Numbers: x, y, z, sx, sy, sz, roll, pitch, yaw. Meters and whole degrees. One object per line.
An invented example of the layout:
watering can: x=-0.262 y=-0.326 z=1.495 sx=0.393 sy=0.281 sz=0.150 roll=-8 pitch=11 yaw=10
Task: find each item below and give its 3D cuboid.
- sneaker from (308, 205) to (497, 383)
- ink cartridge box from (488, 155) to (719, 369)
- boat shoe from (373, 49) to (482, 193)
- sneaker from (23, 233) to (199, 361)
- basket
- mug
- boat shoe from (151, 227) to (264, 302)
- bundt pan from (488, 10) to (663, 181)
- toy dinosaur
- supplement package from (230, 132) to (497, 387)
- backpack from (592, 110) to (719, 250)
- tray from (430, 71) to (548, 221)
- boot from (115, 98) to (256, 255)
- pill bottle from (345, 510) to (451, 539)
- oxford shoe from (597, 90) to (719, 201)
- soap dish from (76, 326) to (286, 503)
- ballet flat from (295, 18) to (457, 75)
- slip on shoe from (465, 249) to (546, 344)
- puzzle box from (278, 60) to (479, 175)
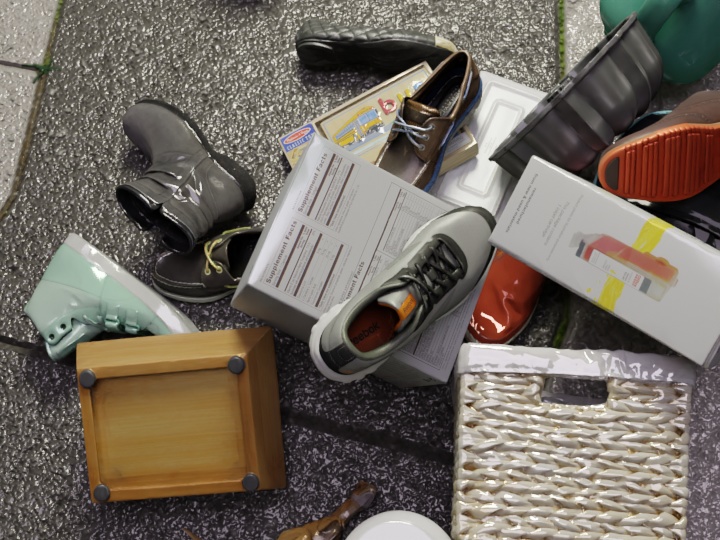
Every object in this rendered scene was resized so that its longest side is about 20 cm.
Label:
sneaker: x=0.047 y=0.018 z=0.709 sx=0.199 sy=0.079 sz=0.074 roll=-42 pitch=94 yaw=-19
ink cartridge box: x=0.228 y=-0.008 z=0.726 sx=0.198 sy=0.144 sz=0.085 roll=34 pitch=103 yaw=25
boat shoe: x=0.061 y=-0.149 z=0.908 sx=0.071 sy=0.073 sz=0.202 roll=24 pitch=73 yaw=21
sneaker: x=-0.262 y=0.063 z=0.906 sx=0.198 sy=0.074 sz=0.119 roll=33 pitch=82 yaw=14
basket: x=0.174 y=0.166 z=0.752 sx=0.193 sy=0.201 sz=0.165 roll=3 pitch=70 yaw=6
mug: x=0.325 y=-0.282 z=0.929 sx=0.115 sy=0.182 sz=0.154 roll=-50 pitch=46 yaw=29
boat shoe: x=-0.135 y=-0.013 z=0.926 sx=0.196 sy=0.061 sz=0.073 roll=-6 pitch=67 yaw=3
bundt pan: x=0.226 y=-0.159 z=0.869 sx=0.076 sy=0.202 sz=0.202 roll=44 pitch=77 yaw=-1
toy dinosaur: x=-0.068 y=0.269 z=0.820 sx=0.196 sy=0.061 sz=0.107 roll=-21 pitch=30 yaw=-1
supplement package: x=0.000 y=0.000 z=0.820 sx=0.197 sy=0.152 sz=0.153 roll=26 pitch=76 yaw=-9
backpack: x=0.324 y=-0.050 z=0.847 sx=0.198 sy=0.154 sz=0.177 roll=32 pitch=77 yaw=16
tray: x=0.147 y=-0.135 z=0.969 sx=0.106 sy=0.022 sz=0.203 roll=22 pitch=72 yaw=12
boot: x=-0.220 y=-0.109 z=0.938 sx=0.198 sy=0.071 sz=0.131 roll=34 pitch=42 yaw=18
pill bottle: x=0.034 y=0.265 z=0.724 sx=0.108 sy=0.201 sz=0.114 roll=-2 pitch=67 yaw=4
oxford shoe: x=0.296 y=-0.117 z=0.773 sx=0.196 sy=0.072 sz=0.073 roll=-14 pitch=38 yaw=-9
soap dish: x=-0.176 y=0.144 z=0.830 sx=0.195 sy=0.081 sz=0.161 roll=-5 pitch=94 yaw=2
ballet flat: x=0.018 y=-0.271 z=1.012 sx=0.195 sy=0.067 sz=0.058 roll=8 pitch=63 yaw=8
slip on shoe: x=0.168 y=-0.005 z=0.895 sx=0.073 sy=0.061 sz=0.201 roll=33 pitch=76 yaw=15
puzzle box: x=0.019 y=-0.140 z=0.969 sx=0.197 sy=0.026 sz=0.135 roll=-29 pitch=63 yaw=-1
